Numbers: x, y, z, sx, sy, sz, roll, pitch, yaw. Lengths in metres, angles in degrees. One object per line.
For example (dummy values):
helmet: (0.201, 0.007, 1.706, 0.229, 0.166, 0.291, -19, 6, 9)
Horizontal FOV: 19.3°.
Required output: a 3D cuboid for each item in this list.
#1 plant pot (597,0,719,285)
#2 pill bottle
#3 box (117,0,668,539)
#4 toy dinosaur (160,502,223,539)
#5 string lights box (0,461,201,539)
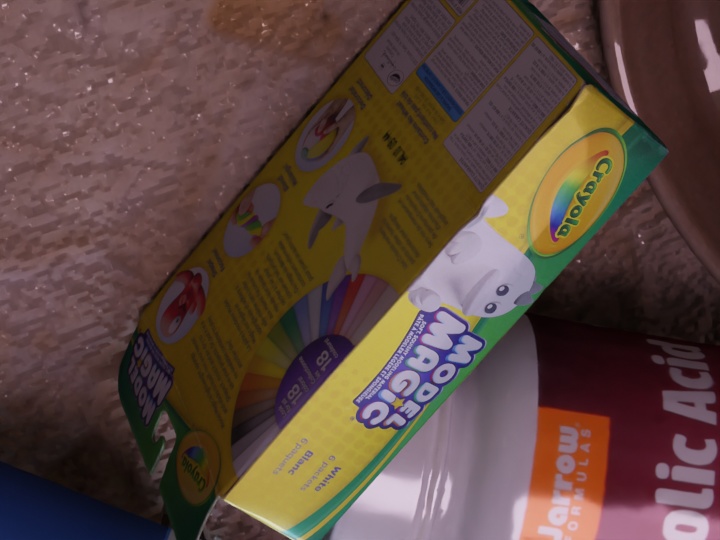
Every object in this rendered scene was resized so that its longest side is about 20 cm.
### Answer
plant pot: (0.206, -0.085, 0.697, 0.175, 0.200, 0.200, -26, 128, -25)
pill bottle: (0.087, 0.077, 0.761, 0.200, 0.114, 0.114, 9, 118, -8)
box: (0.000, 0.000, 0.697, 0.048, 0.117, 0.200, 35, 104, -33)
toy dinosaur: (-0.012, 0.161, 0.784, 0.200, 0.102, 0.077, 36, 92, -13)
string lights box: (-0.152, 0.110, 0.695, 0.200, 0.059, 0.103, 21, 113, -3)
